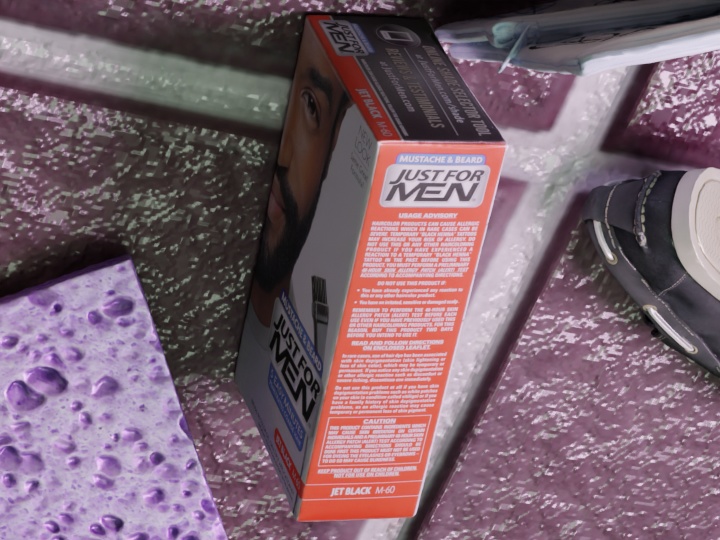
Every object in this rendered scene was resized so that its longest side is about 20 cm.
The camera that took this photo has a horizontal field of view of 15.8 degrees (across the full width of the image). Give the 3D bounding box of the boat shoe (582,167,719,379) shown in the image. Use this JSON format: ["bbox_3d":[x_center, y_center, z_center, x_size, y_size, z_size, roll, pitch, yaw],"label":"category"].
[{"bbox_3d":[0.175,0.016,1.271,0.068,0.072,0.200,-6,145,31],"label":"boat shoe"}]

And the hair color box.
[{"bbox_3d":[0.000,0.000,1.153,0.064,0.111,0.200,0,123,-21],"label":"hair color box"}]

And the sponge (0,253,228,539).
[{"bbox_3d":[-0.124,0.104,1.177,0.111,0.030,0.200,-20,100,-6],"label":"sponge"}]

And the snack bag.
[{"bbox_3d":[0.142,-0.111,1.081,0.188,0.200,0.021,-12,100,-10],"label":"snack bag"}]
